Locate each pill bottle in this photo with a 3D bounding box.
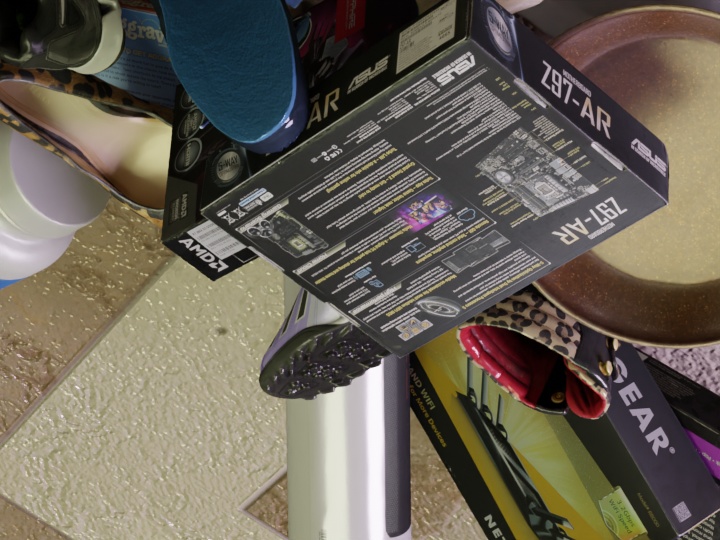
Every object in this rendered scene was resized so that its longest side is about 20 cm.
[{"bbox_3d":[-0.252,-0.040,1.870,0.112,0.112,0.200,43,139,-22],"label":"pill bottle"}]

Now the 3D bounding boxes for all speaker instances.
[{"bbox_3d":[-0.009,0.083,1.817,0.081,0.081,0.201,7,109,23],"label":"speaker"}]

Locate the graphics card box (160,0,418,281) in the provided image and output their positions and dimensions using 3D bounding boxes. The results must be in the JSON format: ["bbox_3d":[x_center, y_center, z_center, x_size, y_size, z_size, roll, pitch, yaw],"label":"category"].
[{"bbox_3d":[-0.023,-0.089,1.635,0.200,0.126,0.051,-28,133,32],"label":"graphics card box"}]

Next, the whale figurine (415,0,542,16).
[{"bbox_3d":[0.015,-0.206,1.522,0.159,0.104,0.200,-37,118,9],"label":"whale figurine"}]

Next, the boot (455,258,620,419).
[{"bbox_3d":[0.152,0.023,1.684,0.200,0.151,0.073,34,142,-12],"label":"boot"}]

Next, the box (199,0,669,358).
[{"bbox_3d":[0.039,-0.048,1.547,0.160,0.044,0.200,36,130,-30],"label":"box"}]

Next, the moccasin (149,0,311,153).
[{"bbox_3d":[-0.068,-0.141,1.559,0.080,0.200,0.068,-30,147,11],"label":"moccasin"}]

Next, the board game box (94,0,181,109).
[{"bbox_3d":[-0.072,-0.103,1.741,0.199,0.019,0.103,14,124,18],"label":"board game box"}]

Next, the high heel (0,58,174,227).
[{"bbox_3d":[-0.143,-0.066,1.692,0.200,0.143,0.071,43,106,-1],"label":"high heel"}]

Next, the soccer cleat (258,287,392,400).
[{"bbox_3d":[0.000,0.000,1.718,0.068,0.073,0.200,6,137,-38],"label":"soccer cleat"}]

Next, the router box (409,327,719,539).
[{"bbox_3d":[0.115,0.095,1.798,0.157,0.052,0.200,-37,82,49],"label":"router box"}]

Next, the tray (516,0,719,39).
[{"bbox_3d":[0.135,-0.161,1.579,0.200,0.022,0.107,34,139,-12],"label":"tray"}]

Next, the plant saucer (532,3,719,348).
[{"bbox_3d":[0.171,-0.055,1.591,0.200,0.037,0.201,6,115,12],"label":"plant saucer"}]

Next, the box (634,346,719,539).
[{"bbox_3d":[0.181,0.147,1.834,0.143,0.036,0.201,31,134,33],"label":"box"}]

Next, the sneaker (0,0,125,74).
[{"bbox_3d":[-0.201,-0.199,1.614,0.066,0.090,0.201,-22,90,34],"label":"sneaker"}]

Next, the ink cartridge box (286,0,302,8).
[{"bbox_3d":[-0.058,-0.222,1.605,0.200,0.042,0.119,33,142,-13],"label":"ink cartridge box"}]
